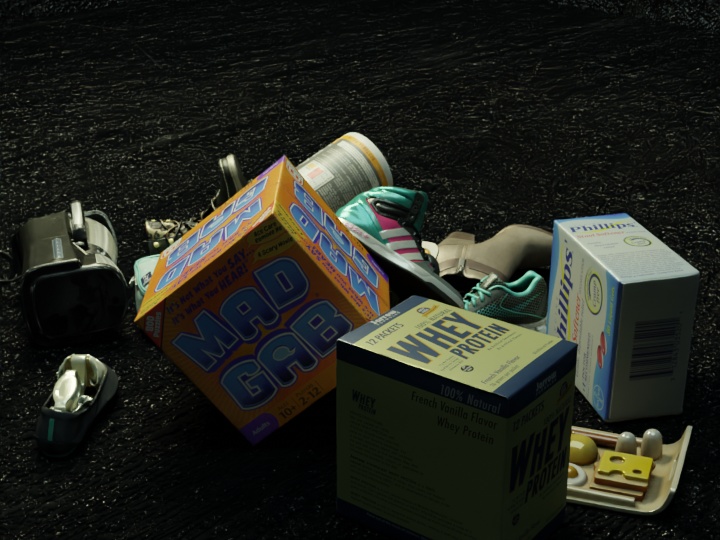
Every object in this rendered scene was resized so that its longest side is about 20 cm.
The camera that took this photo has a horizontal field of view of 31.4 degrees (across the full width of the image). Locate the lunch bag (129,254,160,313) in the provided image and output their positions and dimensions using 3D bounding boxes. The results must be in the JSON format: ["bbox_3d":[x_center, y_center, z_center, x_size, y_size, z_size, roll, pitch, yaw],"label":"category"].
[{"bbox_3d":[-0.212,0.023,1.731,0.199,0.077,0.160,-5,24,-13],"label":"lunch bag"}]

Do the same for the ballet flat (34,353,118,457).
[{"bbox_3d":[-0.324,0.138,1.474,0.073,0.073,0.200,2,23,4],"label":"ballet flat"}]

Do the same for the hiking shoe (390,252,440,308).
[{"bbox_3d":[0.014,0.028,1.624,0.200,0.101,0.076,-32,56,-11],"label":"hiking shoe"}]

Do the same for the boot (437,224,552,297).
[{"bbox_3d":[0.195,-0.004,1.827,0.199,0.071,0.146,2,29,7],"label":"boot"}]

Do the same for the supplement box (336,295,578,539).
[{"bbox_3d":[0.092,0.158,1.260,0.199,0.201,0.134,16,28,33],"label":"supplement box"}]

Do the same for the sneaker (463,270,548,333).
[{"bbox_3d":[0.158,0.047,1.661,0.199,0.092,0.078,-10,24,-22],"label":"sneaker"}]

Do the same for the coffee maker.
[{"bbox_3d":[-0.410,0.017,1.715,0.192,0.135,0.200,-30,25,-1],"label":"coffee maker"}]

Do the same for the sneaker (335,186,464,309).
[{"bbox_3d":[0.064,-0.034,1.596,0.200,0.084,0.121,36,62,-2],"label":"sneaker"}]

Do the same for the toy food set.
[{"bbox_3d":[0.246,0.187,1.371,0.199,0.061,0.144,8,24,18],"label":"toy food set"}]

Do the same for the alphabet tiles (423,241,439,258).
[{"bbox_3d":[0.000,0.000,1.718,0.195,0.015,0.201,10,59,19],"label":"alphabet tiles"}]

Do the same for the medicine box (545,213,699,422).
[{"bbox_3d":[0.306,0.052,1.531,0.102,0.183,0.200,-5,24,-14],"label":"medicine box"}]

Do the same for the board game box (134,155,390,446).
[{"bbox_3d":[-0.104,0.031,1.459,0.200,0.200,0.200,-37,18,15],"label":"board game box"}]

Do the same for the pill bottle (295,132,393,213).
[{"bbox_3d":[-0.059,-0.107,1.873,0.200,0.117,0.116,-35,36,-22],"label":"pill bottle"}]

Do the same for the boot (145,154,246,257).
[{"bbox_3d":[-0.227,-0.066,1.803,0.150,0.201,0.073,-8,44,-6],"label":"boot"}]
